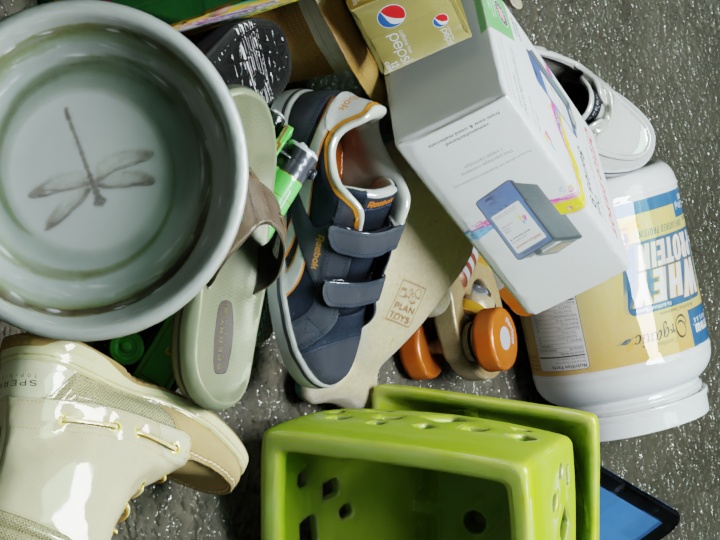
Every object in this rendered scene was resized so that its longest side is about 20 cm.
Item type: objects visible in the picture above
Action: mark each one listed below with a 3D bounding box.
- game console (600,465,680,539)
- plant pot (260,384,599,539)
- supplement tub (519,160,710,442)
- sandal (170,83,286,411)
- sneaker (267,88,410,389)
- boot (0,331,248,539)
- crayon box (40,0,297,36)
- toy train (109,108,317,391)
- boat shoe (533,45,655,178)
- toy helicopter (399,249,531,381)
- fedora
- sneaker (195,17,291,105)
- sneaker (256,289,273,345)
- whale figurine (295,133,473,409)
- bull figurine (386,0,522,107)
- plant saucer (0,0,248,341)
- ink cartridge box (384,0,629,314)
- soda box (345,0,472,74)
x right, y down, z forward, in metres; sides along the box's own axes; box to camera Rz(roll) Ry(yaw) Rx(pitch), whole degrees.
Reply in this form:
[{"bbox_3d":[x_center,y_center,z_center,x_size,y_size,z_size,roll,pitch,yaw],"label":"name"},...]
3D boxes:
[{"bbox_3d":[0.143,0.243,1.948,0.200,0.118,0.172,31,58,-47],"label":"game console"},{"bbox_3d":[0.059,0.186,1.755,0.181,0.199,0.201,-29,121,-60],"label":"plant pot"},{"bbox_3d":[0.196,0.024,2.047,0.144,0.144,0.202,-20,98,-54],"label":"supplement tub"},{"bbox_3d":[-0.072,-0.013,1.600,0.079,0.057,0.203,-4,98,-46],"label":"sandal"},{"bbox_3d":[-0.014,-0.019,1.713,0.078,0.079,0.202,-19,108,-55],"label":"sneaker"},{"bbox_3d":[-0.154,0.143,1.586,0.200,0.072,0.157,34,55,-44],"label":"boot"},{"bbox_3d":[-0.091,-0.188,1.638,0.119,0.199,0.059,-18,94,-54],"label":"crayon box"},{"bbox_3d":[-0.093,-0.010,1.657,0.056,0.042,0.201,32,84,0],"label":"toy train"},{"bbox_3d":[0.154,-0.122,1.913,0.199,0.066,0.072,27,74,-34],"label":"boat shoe"},{"bbox_3d":[0.079,-0.018,1.950,0.132,0.078,0.202,-18,98,-62],"label":"toy helicopter"},{"bbox_3d":[-0.047,-0.184,1.775,0.201,0.081,0.202,-24,90,-84],"label":"fedora"},{"bbox_3d":[-0.133,-0.108,1.649,0.200,0.104,0.060,-40,120,-52],"label":"sneaker"},{"bbox_3d":[-0.087,-0.038,1.735,0.091,0.077,0.202,21,73,-60],"label":"sneaker"},{"bbox_3d":[0.000,0.000,1.839,0.159,0.103,0.201,20,91,-50],"label":"whale figurine"},{"bbox_3d":[0.072,-0.198,1.958,0.065,0.121,0.200,48,39,-16],"label":"bull figurine"},{"bbox_3d":[-0.164,-0.060,1.549,0.050,0.198,0.202,-48,128,-87],"label":"plant saucer"},{"bbox_3d":[0.097,-0.089,1.784,0.200,0.087,0.146,52,20,-42],"label":"ink cartridge box"},{"bbox_3d":[0.014,-0.226,1.737,0.064,0.067,0.201,60,9,-46],"label":"soda box"}]
